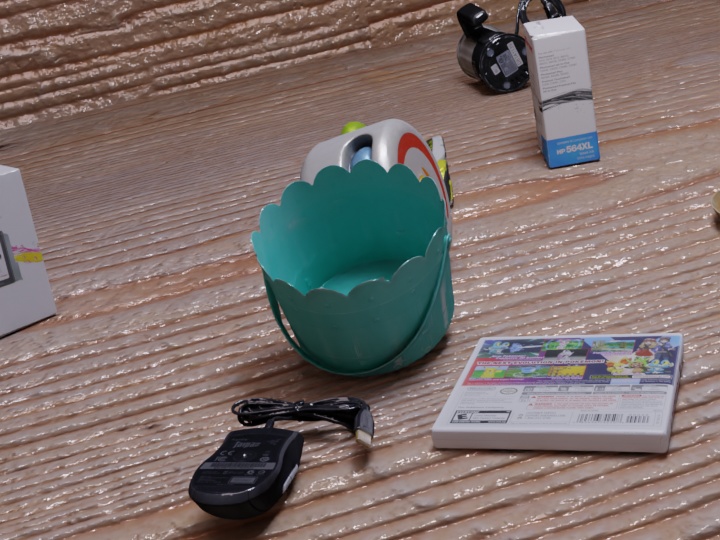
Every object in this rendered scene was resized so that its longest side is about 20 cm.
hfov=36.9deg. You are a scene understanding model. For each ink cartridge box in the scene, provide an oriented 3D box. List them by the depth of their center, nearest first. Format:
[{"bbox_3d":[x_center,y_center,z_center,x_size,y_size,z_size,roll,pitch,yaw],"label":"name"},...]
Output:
[{"bbox_3d":[-0.511,-0.022,1.405,0.145,0.202,0.146,-24,24,-36],"label":"ink cartridge box"},{"bbox_3d":[0.308,-0.278,1.661,0.083,0.202,0.146,-8,20,6],"label":"ink cartridge box"}]

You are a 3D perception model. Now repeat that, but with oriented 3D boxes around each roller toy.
[{"bbox_3d":[0.027,-0.077,1.277,0.138,0.202,0.182,-15,13,25],"label":"roller toy"}]

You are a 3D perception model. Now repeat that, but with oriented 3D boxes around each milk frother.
[{"bbox_3d":[0.310,-0.481,2.228,0.198,0.183,0.188,-16,21,-5],"label":"milk frother"}]

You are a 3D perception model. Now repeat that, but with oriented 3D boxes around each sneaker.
[{"bbox_3d":[0.091,-0.149,1.613,0.083,0.075,0.200,-10,20,5],"label":"sneaker"}]

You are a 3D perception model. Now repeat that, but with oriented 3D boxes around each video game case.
[{"bbox_3d":[0.181,0.106,0.966,0.198,0.023,0.182,-3,22,23],"label":"video game case"}]

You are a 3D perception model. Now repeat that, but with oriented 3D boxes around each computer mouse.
[{"bbox_3d":[-0.059,0.163,0.916,0.138,0.047,0.200,-3,16,8],"label":"computer mouse"}]

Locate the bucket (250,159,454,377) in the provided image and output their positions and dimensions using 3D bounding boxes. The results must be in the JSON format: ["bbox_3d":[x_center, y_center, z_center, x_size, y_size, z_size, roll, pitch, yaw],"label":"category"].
[{"bbox_3d":[0.000,0.000,1.103,0.205,0.136,0.208,-11,40,9],"label":"bucket"}]

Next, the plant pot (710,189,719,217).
[{"bbox_3d":[0.517,-0.077,1.272,0.197,0.028,0.200,-10,19,3],"label":"plant pot"}]
